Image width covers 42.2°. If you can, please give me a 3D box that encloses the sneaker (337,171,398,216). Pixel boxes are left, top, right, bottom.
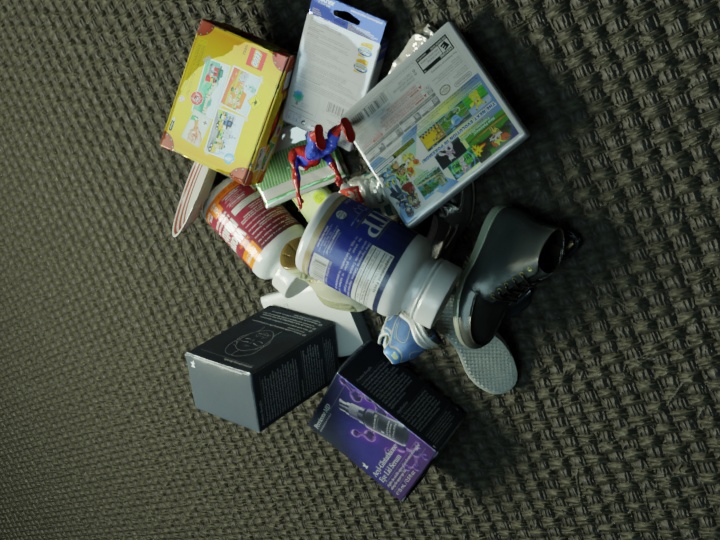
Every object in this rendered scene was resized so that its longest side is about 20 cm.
[{"bbox_3d":[0.027,-0.104,1.290,0.200,0.093,0.071,-13,90,57],"label":"sneaker"}]

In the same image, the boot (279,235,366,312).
[{"bbox_3d":[0.000,0.000,1.390,0.199,0.072,0.155,-8,147,23],"label":"boot"}]

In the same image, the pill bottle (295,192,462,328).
[{"bbox_3d":[0.026,-0.009,1.235,0.200,0.120,0.120,28,129,9],"label":"pill bottle"}]

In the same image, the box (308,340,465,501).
[{"bbox_3d":[0.039,0.236,1.469,0.200,0.104,0.148,36,131,12],"label":"box"}]

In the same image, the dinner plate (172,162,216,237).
[{"bbox_3d":[-0.263,-0.146,1.532,0.024,0.201,0.200,20,136,-19],"label":"dinner plate"}]

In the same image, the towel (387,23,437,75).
[{"bbox_3d":[0.086,-0.220,1.266,0.133,0.034,0.200,45,134,15],"label":"towel"}]

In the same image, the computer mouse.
[{"bbox_3d":[0.224,0.009,1.260,0.059,0.034,0.200,50,134,11],"label":"computer mouse"}]

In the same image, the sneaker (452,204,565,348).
[{"bbox_3d":[0.191,0.021,1.219,0.106,0.075,0.201,27,108,47],"label":"sneaker"}]

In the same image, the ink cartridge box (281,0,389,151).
[{"bbox_3d":[-0.033,-0.282,1.316,0.119,0.042,0.200,27,125,14],"label":"ink cartridge box"}]

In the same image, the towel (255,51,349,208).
[{"bbox_3d":[-0.119,-0.210,1.416,0.152,0.023,0.201,-21,96,18],"label":"towel"}]

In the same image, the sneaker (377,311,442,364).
[{"bbox_3d":[0.057,0.083,1.352,0.076,0.077,0.200,54,180,-7],"label":"sneaker"}]

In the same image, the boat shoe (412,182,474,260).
[{"bbox_3d":[0.108,-0.057,1.312,0.067,0.057,0.200,34,130,24],"label":"boat shoe"}]

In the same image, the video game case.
[{"bbox_3d":[0.090,-0.185,1.201,0.200,0.022,0.183,-38,75,25],"label":"video game case"}]

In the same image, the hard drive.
[{"bbox_3d":[-0.076,0.086,1.566,0.200,0.026,0.132,-15,101,44],"label":"hard drive"}]

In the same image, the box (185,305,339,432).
[{"bbox_3d":[-0.154,0.153,1.510,0.148,0.200,0.107,13,119,37],"label":"box"}]

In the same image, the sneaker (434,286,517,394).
[{"bbox_3d":[0.161,0.087,1.342,0.074,0.082,0.200,-30,110,16],"label":"sneaker"}]

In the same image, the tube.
[{"bbox_3d":[-0.102,-0.152,1.458,0.200,0.052,0.058,54,169,0],"label":"tube"}]

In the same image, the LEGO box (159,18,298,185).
[{"bbox_3d":[-0.187,-0.248,1.375,0.149,0.077,0.201,25,105,10],"label":"LEGO box"}]

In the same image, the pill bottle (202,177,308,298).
[{"bbox_3d":[-0.154,-0.057,1.505,0.200,0.109,0.110,46,134,14],"label":"pill bottle"}]

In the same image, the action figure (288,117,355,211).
[{"bbox_3d":[-0.055,-0.144,1.309,0.200,0.065,0.099,173,82,-74],"label":"action figure"}]
